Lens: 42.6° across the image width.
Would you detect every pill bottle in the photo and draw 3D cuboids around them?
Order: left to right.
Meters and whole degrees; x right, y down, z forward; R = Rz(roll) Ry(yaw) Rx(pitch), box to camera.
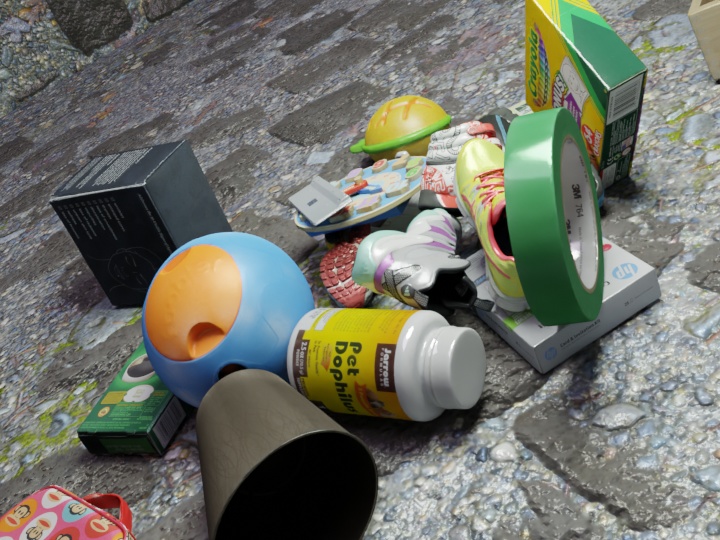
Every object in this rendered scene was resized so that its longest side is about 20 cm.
[{"bbox_3d":[0.027,0.096,0.954,0.197,0.111,0.110,-1,38,36],"label":"pill bottle"}]

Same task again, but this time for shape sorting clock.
[{"bbox_3d":[0.004,-0.103,1.198,0.196,0.040,0.201,-21,24,10],"label":"shape sorting clock"}]

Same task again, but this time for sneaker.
[{"bbox_3d":[0.000,0.000,1.141,0.076,0.083,0.201,-19,22,10],"label":"sneaker"},{"bbox_3d":[0.094,0.002,1.015,0.138,0.079,0.199,29,32,26],"label":"sneaker"},{"bbox_3d":[0.163,-0.118,1.080,0.197,0.067,0.111,4,82,30],"label":"sneaker"},{"bbox_3d":[0.151,-0.065,0.969,0.076,0.091,0.203,-15,62,-3],"label":"sneaker"},{"bbox_3d":[0.210,-0.124,1.144,0.081,0.074,0.199,-31,52,-31],"label":"sneaker"}]

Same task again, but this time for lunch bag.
[{"bbox_3d":[-0.304,0.295,0.924,0.198,0.083,0.176,11,45,46],"label":"lunch bag"}]

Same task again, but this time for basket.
[{"bbox_3d":[-0.088,0.187,0.881,0.182,0.135,0.200,-55,26,3],"label":"basket"}]

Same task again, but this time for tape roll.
[{"bbox_3d":[0.189,-0.051,0.887,0.047,0.203,0.202,-9,34,25],"label":"tape roll"}]

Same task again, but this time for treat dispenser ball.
[{"bbox_3d":[-0.148,0.059,1.049,0.197,0.203,0.202,-18,31,11],"label":"treat dispenser ball"}]

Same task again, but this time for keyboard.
[{"bbox_3d":[-0.055,-0.091,1.188,0.056,0.011,0.200,-39,18,-3],"label":"keyboard"}]

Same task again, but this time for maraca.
[{"bbox_3d":[0.060,-0.205,1.399,0.135,0.109,0.199,-23,13,-22],"label":"maraca"}]

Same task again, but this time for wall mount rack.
[{"bbox_3d":[0.088,-0.103,1.247,0.171,0.075,0.200,7,45,41],"label":"wall mount rack"}]

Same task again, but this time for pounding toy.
[{"bbox_3d":[0.562,-0.339,1.224,0.197,0.143,0.185,-14,30,38],"label":"pounding toy"}]

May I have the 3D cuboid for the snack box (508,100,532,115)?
[{"bbox_3d":[0.257,-0.188,1.287,0.114,0.038,0.201,-26,31,-2],"label":"snack box"}]

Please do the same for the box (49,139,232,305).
[{"bbox_3d":[-0.313,-0.065,1.363,0.193,0.203,0.125,-3,35,32],"label":"box"}]

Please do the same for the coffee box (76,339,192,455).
[{"bbox_3d":[-0.251,0.142,1.156,0.121,0.045,0.201,-6,36,29],"label":"coffee box"}]

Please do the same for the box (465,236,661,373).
[{"bbox_3d":[0.205,0.014,1.016,0.154,0.042,0.200,-31,32,-7],"label":"box"}]

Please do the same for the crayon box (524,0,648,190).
[{"bbox_3d":[0.264,-0.220,1.114,0.057,0.201,0.174,-27,60,-6],"label":"crayon box"}]
